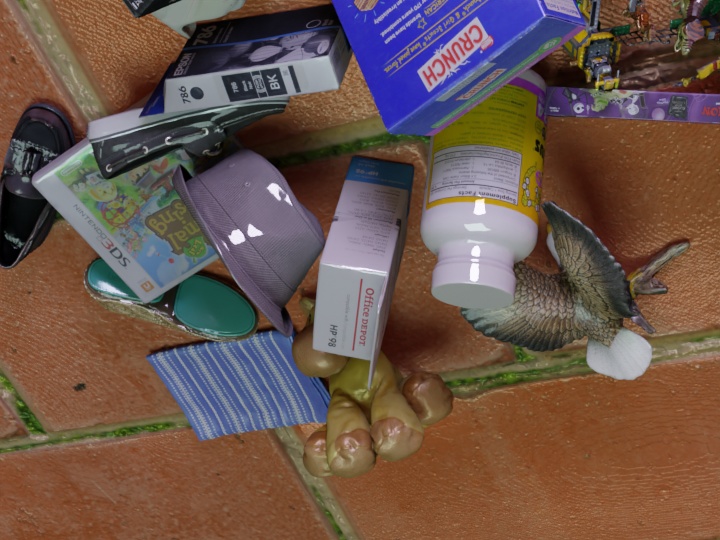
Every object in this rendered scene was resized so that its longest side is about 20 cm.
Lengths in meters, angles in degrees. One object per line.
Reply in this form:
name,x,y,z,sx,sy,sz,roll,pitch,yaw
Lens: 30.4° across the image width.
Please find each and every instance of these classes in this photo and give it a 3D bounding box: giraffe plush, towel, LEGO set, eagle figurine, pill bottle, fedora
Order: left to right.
towel,-0.135,0.136,1.544,0.197,0.024,0.146,-11,127,24
fedora,-0.093,-0.042,1.249,0.090,0.200,0.177,-38,130,0
giraffe plush,-0.005,0.098,1.392,0.171,0.200,0.164,-22,105,24
pill bottle,0.107,-0.073,1.158,0.103,0.203,0.104,7,163,2
eagle figurine,0.199,0.013,1.262,0.150,0.199,0.154,31,106,39
LEGO set,0.256,-0.205,1.028,0.197,0.116,0.155,-4,128,-19

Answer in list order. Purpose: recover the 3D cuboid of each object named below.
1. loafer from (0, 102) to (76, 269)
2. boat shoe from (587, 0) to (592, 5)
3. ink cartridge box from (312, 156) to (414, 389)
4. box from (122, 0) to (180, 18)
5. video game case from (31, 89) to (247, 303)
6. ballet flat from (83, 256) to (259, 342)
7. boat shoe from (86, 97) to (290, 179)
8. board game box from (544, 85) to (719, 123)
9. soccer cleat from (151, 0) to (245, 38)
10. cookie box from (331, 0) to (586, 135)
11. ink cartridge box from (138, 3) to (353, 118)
loafer,-0.342,-0.080,1.375,0.071,0.063,0.201,22,133,-4
boat shoe,0.126,-0.231,1.114,0.198,0.072,0.066,-22,116,31
ink cartridge box,0.000,0.000,1.264,0.066,0.201,0.117,11,133,4
box,-0.170,-0.334,1.043,0.163,0.086,0.201,-38,91,38
video game case,-0.199,-0.078,1.339,0.199,0.022,0.182,-30,119,18
ballet flat,-0.205,0.033,1.454,0.197,0.071,0.065,20,161,0
boat shoe,-0.157,-0.132,1.242,0.197,0.069,0.057,-12,93,8
board game box,0.259,-0.139,1.133,0.197,0.120,0.033,4,101,11
soccer cleat,-0.112,-0.269,1.148,0.199,0.070,0.078,-23,125,39
cookie box,0.060,-0.235,1.046,0.170,0.075,0.202,-32,74,35
ink cartridge box,-0.104,-0.189,1.191,0.197,0.100,0.040,-7,128,19
